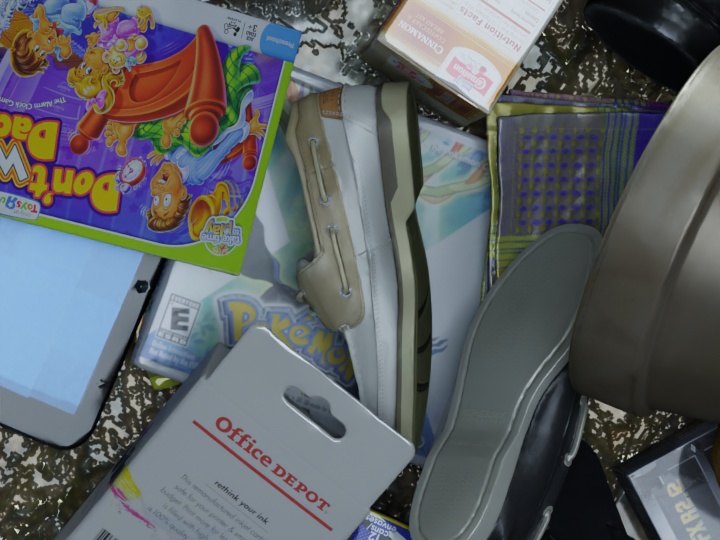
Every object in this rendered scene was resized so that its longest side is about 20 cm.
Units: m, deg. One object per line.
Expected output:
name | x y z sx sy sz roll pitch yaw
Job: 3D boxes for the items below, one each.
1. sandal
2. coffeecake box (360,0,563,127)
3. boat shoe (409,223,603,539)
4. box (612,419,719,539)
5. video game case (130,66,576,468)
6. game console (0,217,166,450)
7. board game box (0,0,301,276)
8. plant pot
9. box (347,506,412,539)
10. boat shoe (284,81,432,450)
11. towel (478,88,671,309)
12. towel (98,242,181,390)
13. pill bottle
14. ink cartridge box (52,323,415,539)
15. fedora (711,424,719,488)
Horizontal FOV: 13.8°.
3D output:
sandal | 0.128 0.162 1.586 0.076 0.043 0.200 -5 52 -31
coffeecake box | 0.087 -0.180 1.579 0.073 0.154 0.200 34 89 -3
boat shoe | 0.091 0.072 1.586 0.060 0.074 0.200 38 65 -42
box | 0.256 0.161 1.652 0.158 0.048 0.200 -29 93 -4
video game case | -0.003 -0.001 1.629 0.200 0.022 0.183 20 89 -12
game console | -0.189 -0.023 1.564 0.118 0.171 0.200 21 87 21
board game box | -0.139 -0.085 1.531 0.200 0.045 0.135 14 90 -31
plant pot | 0.225 0.008 1.512 0.173 0.200 0.200 26 89 17
box | 0.074 0.195 1.627 0.200 0.070 0.064 25 87 -5
boat shoe | 0.000 0.000 1.589 0.068 0.075 0.201 -2 96 8
towel | 0.160 -0.022 1.641 0.200 0.023 0.144 4 92 -12
towel | -0.108 -0.041 1.636 0.086 0.018 0.200 -20 92 -8
pill bottle | 0.209 -0.196 1.599 0.112 0.112 0.200 35 80 -4
ink cartridge box | -0.071 0.123 1.587 0.115 0.068 0.200 39 106 -6
fedora | 0.289 0.105 1.571 0.200 0.201 0.082 -23 135 -4
